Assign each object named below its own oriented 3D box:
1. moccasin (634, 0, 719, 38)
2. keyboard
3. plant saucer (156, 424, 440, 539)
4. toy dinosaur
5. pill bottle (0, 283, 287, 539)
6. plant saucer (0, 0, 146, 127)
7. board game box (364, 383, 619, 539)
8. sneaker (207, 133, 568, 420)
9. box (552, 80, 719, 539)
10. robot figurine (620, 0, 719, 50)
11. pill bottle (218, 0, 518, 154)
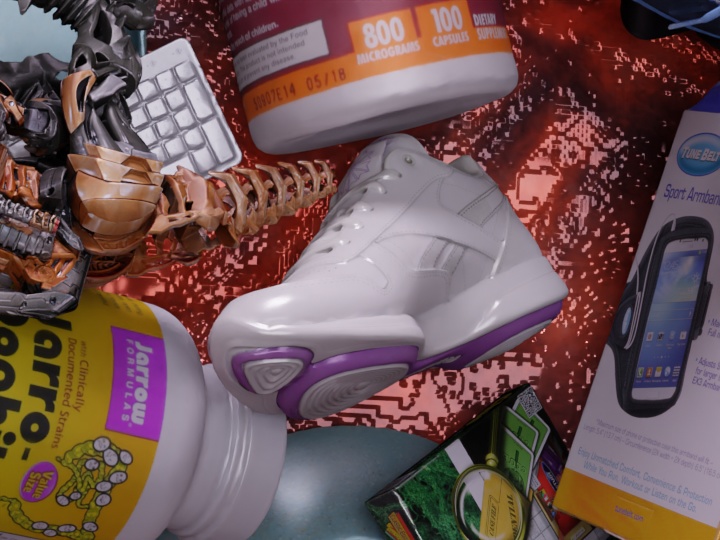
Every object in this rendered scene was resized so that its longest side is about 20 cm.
[{"bbox_3d":[0.186,-0.117,0.791,0.199,0.068,0.081,9,87,-10],"label":"moccasin"},{"bbox_3d":[-0.146,-0.026,0.858,0.199,0.011,0.057,-27,92,-12],"label":"keyboard"},{"bbox_3d":[-0.001,0.165,0.894,0.200,0.039,0.202,1,86,-12],"label":"plant saucer"},{"bbox_3d":[-0.110,-0.037,0.795,0.199,0.102,0.136,18,46,-42],"label":"toy dinosaur"},{"bbox_3d":[-0.130,0.053,0.823,0.199,0.104,0.105,15,83,-30],"label":"pill bottle"},{"bbox_3d":[-0.188,-0.093,0.878,0.199,0.036,0.201,1,86,-12],"label":"plant saucer"},{"bbox_3d":[0.087,0.156,0.894,0.105,0.023,0.201,-33,93,-44],"label":"board game box"},{"bbox_3d":[0.000,0.000,0.859,0.200,0.075,0.100,-13,75,-53],"label":"sneaker"},{"bbox_3d":[0.149,0.017,0.854,0.041,0.119,0.201,21,88,-25],"label":"box"},{"bbox_3d":[0.194,-0.166,0.911,0.199,0.125,0.151,-18,95,-11],"label":"robot figurine"},{"bbox_3d":[-0.011,-0.157,0.876,0.114,0.114,0.201,-14,89,-11],"label":"pill bottle"}]
